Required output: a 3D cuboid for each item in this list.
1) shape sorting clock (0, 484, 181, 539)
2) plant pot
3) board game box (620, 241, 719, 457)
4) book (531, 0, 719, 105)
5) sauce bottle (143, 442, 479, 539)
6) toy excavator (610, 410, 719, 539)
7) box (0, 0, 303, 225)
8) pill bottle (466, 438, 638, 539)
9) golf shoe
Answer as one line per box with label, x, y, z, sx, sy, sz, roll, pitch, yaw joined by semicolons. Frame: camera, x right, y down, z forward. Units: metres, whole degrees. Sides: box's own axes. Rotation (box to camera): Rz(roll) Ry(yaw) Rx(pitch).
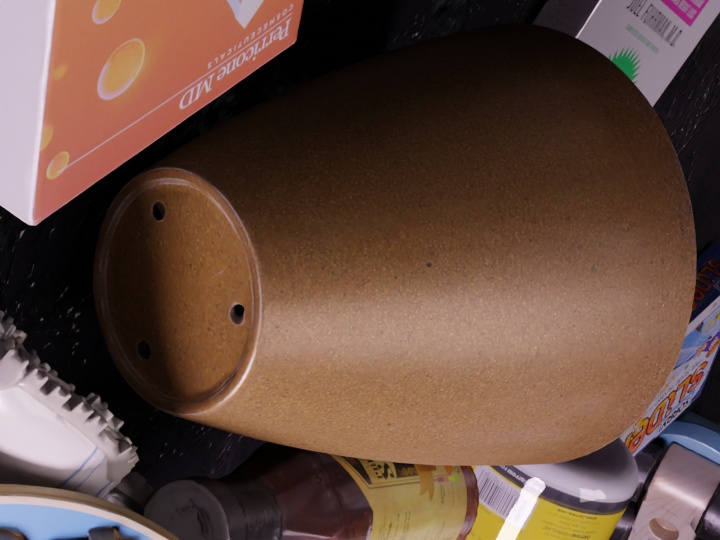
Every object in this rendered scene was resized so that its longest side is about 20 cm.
shape sorting clock;-0.140;0.160;0.901;0.199;0.039;0.200;-10;126;-13
plant pot;0.000;0.000;0.967;0.200;0.186;0.187;-9;131;-47
board game box;0.194;0.080;1.720;0.200;0.034;0.136;-38;153;-41
book;0.162;-0.176;1.244;0.200;0.048;0.134;-57;157;6
sauce bottle;-0.018;0.100;1.015;0.066;0.066;0.200;-61;157;13
toy excavator;0.272;0.162;1.963;0.200;0.100;0.195;-52;163;-37
box;-0.075;-0.135;0.664;0.124;0.097;0.200;-39;155;-39
pill bottle;0.078;0.177;1.486;0.112;0.112;0.200;-17;137;-61
golf shoe;-0.134;0.083;0.907;0.097;0.078;0.200;-44;157;-15
